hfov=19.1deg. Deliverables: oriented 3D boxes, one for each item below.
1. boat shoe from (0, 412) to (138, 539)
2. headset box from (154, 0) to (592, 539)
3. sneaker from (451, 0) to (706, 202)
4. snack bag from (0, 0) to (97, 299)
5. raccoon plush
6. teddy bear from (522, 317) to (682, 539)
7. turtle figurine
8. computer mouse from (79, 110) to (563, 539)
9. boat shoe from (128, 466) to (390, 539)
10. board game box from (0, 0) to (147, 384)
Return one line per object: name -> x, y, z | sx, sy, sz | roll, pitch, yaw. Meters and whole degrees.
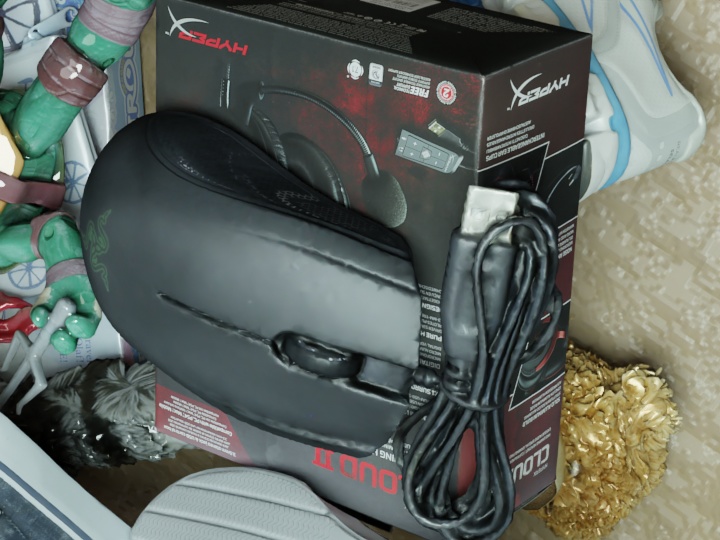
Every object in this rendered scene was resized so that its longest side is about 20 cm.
boat shoe -> -0.153, 0.103, 0.796 | 0.071, 0.200, 0.091 | 2, 55, 51
headset box -> 0.000, 0.000, 0.798 | 0.148, 0.075, 0.201 | 19, 117, 33
sneaker -> 0.070, -0.112, 0.843 | 0.201, 0.086, 0.075 | 65, 145, 23
snack bag -> -0.204, -0.074, 0.922 | 0.188, 0.021, 0.201 | -14, 92, 20
raccoon plush -> -0.147, 0.115, 0.922 | 0.199, 0.097, 0.134 | 1, 135, 17
teddy bear -> 0.033, 0.033, 0.870 | 0.145, 0.067, 0.201 | -37, 83, 23
turtle figurine -> -0.158, -0.040, 0.847 | 0.149, 0.101, 0.201 | 23, 101, -4
computer mouse -> -0.031, 0.008, 0.740 | 0.199, 0.053, 0.139 | 25, 122, 29
boat shoe -> -0.004, 0.130, 0.769 | 0.199, 0.071, 0.072 | 17, 61, 42
board game box -> -0.191, -0.040, 0.956 | 0.198, 0.043, 0.201 | 0, 96, 20
